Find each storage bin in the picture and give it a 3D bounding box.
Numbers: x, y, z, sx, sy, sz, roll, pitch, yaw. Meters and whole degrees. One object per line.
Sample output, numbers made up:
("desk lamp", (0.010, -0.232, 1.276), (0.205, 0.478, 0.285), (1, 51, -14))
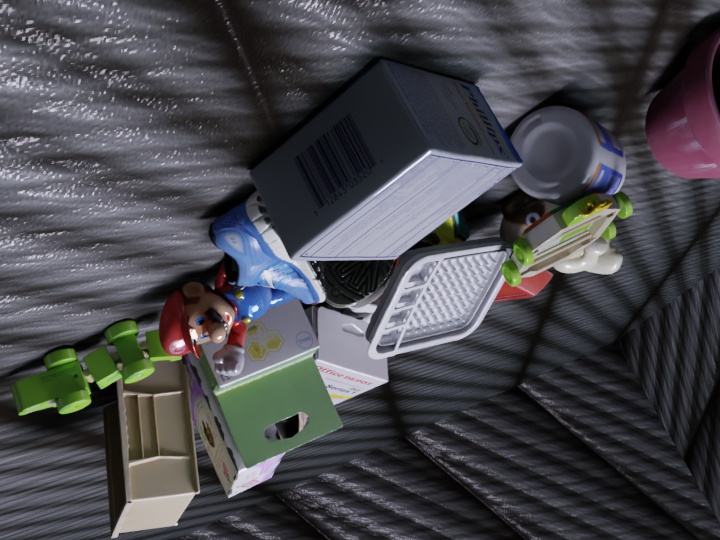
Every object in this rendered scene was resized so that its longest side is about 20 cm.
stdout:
("storage bin", (-0.283, 0.228, 1.378), (0.093, 0.200, 0.200), (-2, 156, -19))

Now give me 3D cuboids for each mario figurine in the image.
("mario figurine", (-0.134, 0.045, 1.187), (0.199, 0.124, 0.106), (-27, 178, -18))

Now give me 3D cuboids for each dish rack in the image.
("dish rack", (0.097, 0.026, 1.315), (0.199, 0.044, 0.172), (-8, 135, -38))

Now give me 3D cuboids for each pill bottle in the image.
("pill bottle", (0.265, -0.133, 1.294), (0.112, 0.113, 0.200), (-34, 163, 22))

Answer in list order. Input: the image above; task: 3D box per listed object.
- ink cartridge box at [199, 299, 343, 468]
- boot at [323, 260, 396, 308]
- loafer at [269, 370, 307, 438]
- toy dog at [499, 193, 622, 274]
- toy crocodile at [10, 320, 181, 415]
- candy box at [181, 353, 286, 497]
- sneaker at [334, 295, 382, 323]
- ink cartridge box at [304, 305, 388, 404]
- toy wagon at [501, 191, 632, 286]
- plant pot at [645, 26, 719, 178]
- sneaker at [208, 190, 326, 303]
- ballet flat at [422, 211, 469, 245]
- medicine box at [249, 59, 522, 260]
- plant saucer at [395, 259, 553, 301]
("ink cartridge box", (-0.117, 0.125, 1.307), (0.145, 0.201, 0.048), (-20, 165, -24))
("boot", (0.001, 0.002, 1.302), (0.182, 0.073, 0.200), (-47, 177, -23))
("loafer", (-0.104, 0.181, 1.417), (0.071, 0.063, 0.200), (-6, 150, 5))
("toy dog", (0.281, -0.064, 1.552), (0.193, 0.141, 0.199), (6, -174, 33))
("toy crocodile", (-0.304, 0.115, 1.208), (0.199, 0.068, 0.062), (-24, 165, -14))
("candy box", (-0.179, 0.184, 1.390), (0.071, 0.201, 0.168), (-21, 164, -20))
("sneaker", (-0.003, 0.052, 1.505), (0.115, 0.074, 0.200), (-38, 163, 23))
("ink cartridge box", (-0.078, 0.138, 1.497), (0.144, 0.085, 0.199), (21, 143, -40))
("toy wagon", (0.251, -0.049, 1.253), (0.154, 0.040, 0.200), (-25, 163, -13))
("plant pot", (0.461, -0.198, 1.309), (0.199, 0.201, 0.179), (-21, 179, -22))
("sneaker", (-0.098, -0.017, 1.117), (0.089, 0.079, 0.200), (-19, 148, 14))
("ballet flat", (0.098, -0.064, 1.334), (0.066, 0.067, 0.200), (-12, 168, 9))
("medicine box", (0.028, -0.099, 1.020), (0.182, 0.103, 0.199), (-36, 163, 28))
("plant saucer", (0.144, 0.013, 1.478), (0.198, 0.037, 0.199), (-9, 162, 33))
